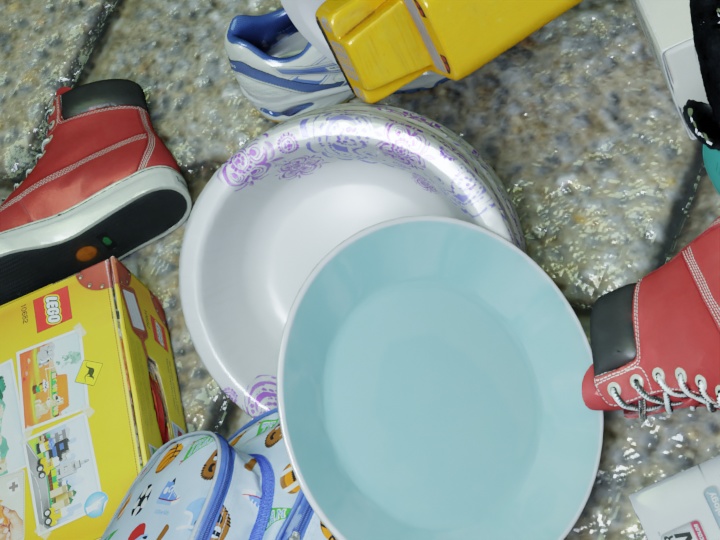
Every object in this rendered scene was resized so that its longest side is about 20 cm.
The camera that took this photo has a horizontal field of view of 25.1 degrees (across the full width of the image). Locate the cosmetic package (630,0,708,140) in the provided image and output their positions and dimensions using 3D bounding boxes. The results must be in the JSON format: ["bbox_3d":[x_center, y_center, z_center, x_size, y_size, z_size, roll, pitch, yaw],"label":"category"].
[{"bbox_3d":[0.206,-0.197,1.018,0.087,0.103,0.200,-21,57,10],"label":"cosmetic package"}]

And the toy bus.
[{"bbox_3d":[0.077,-0.170,0.931,0.200,0.065,0.078,-34,29,-10],"label":"toy bus"}]

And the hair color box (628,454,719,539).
[{"bbox_3d":[0.253,0.128,0.839,0.200,0.061,0.099,-25,55,9],"label":"hair color box"}]

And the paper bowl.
[{"bbox_3d":[0.000,0.000,0.966,0.200,0.104,0.201,2,103,9],"label":"paper bowl"}]

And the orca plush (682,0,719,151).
[{"bbox_3d":[0.227,-0.130,0.881,0.105,0.071,0.200,-3,81,10],"label":"orca plush"}]

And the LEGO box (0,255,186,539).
[{"bbox_3d":[-0.192,0.113,1.039,0.149,0.077,0.200,-22,56,12],"label":"LEGO box"}]

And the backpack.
[{"bbox_3d":[-0.062,0.167,0.884,0.200,0.154,0.191,-12,40,53],"label":"backpack"}]

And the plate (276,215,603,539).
[{"bbox_3d":[0.042,0.070,0.859,0.026,0.200,0.200,-27,43,58],"label":"plate"}]

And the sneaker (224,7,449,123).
[{"bbox_3d":[0.004,-0.165,1.100,0.200,0.088,0.075,-22,54,10],"label":"sneaker"}]

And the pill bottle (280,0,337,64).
[{"bbox_3d":[0.045,-0.225,1.033,0.111,0.111,0.200,25,68,33],"label":"pill bottle"}]

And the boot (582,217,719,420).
[{"bbox_3d":[0.189,0.068,0.826,0.144,0.072,0.200,-35,42,22],"label":"boot"}]

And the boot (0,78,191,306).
[{"bbox_3d":[-0.232,-0.056,1.159,0.200,0.072,0.144,-27,54,-2],"label":"boot"}]

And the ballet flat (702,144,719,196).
[{"bbox_3d":[0.260,-0.012,0.922,0.072,0.068,0.200,-11,53,-5],"label":"ballet flat"}]
